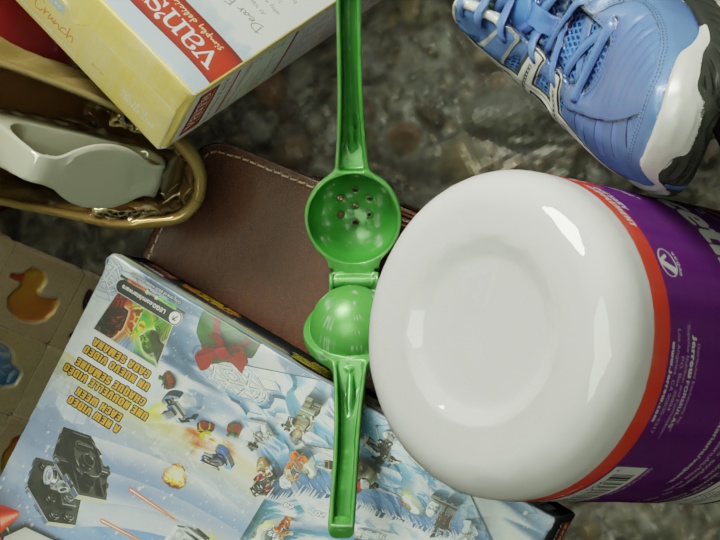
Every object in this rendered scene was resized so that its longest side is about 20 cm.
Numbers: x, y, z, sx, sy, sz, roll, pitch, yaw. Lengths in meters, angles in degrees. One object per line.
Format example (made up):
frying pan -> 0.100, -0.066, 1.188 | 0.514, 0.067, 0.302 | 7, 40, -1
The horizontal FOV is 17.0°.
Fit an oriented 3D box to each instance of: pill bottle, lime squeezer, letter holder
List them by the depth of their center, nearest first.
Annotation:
lime squeezer -> 0.000, 0.000, 0.873 | 0.037, 0.071, 0.202 | 4, 77, -12
pill bottle -> 0.100, 0.029, 0.880 | 0.112, 0.199, 0.114 | -4, 83, 37
letter holder -> -0.030, 0.064, 0.972 | 0.141, 0.101, 0.201 | 22, 94, 15

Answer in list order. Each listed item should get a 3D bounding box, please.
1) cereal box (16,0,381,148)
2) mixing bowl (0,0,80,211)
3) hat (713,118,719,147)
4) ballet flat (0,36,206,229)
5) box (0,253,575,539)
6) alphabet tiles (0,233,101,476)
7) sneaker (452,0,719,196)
cereal box -> -0.058, -0.147, 0.936 | 0.144, 0.200, 0.040 | 46, 138, 7
mixing bowl -> -0.165, -0.101, 0.976 | 0.107, 0.200, 0.202 | -1, 89, -11
hat -> 0.181, -0.078, 0.912 | 0.081, 0.200, 0.202 | -20, 83, 50
ballet flat -> -0.141, -0.056, 0.868 | 0.063, 0.199, 0.069 | 43, 117, 51
box -> -0.038, 0.101, 0.901 | 0.199, 0.040, 0.138 | 30, 96, 16
alphabet tiles -> -0.150, 0.072, 0.974 | 0.199, 0.008, 0.168 | 24, 101, -32
sneaker -> 0.075, -0.087, 0.883 | 0.076, 0.200, 0.076 | 13, 110, -21
